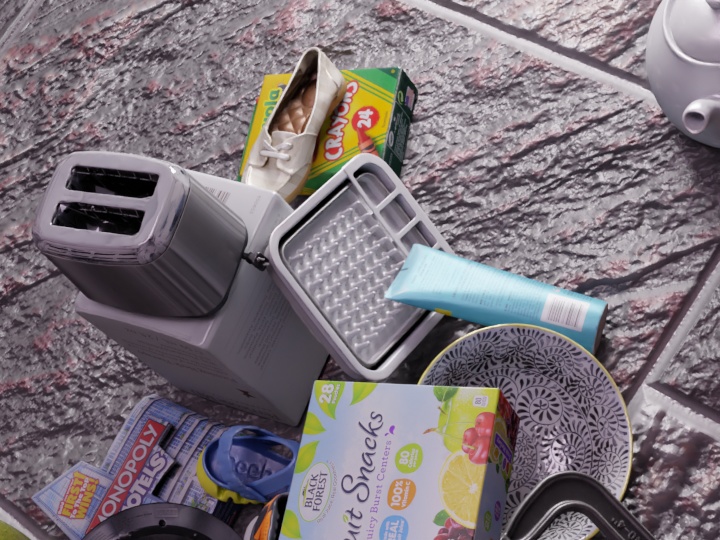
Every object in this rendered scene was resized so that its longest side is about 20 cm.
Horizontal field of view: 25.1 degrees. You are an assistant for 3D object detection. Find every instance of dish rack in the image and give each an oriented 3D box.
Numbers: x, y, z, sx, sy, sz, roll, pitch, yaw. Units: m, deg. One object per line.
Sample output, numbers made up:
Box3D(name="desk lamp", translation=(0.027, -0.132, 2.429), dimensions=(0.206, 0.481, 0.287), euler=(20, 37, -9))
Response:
Box3D(name="dish rack", translation=(0.000, 0.000, 1.522), dimensions=(0.043, 0.172, 0.200), euler=(-30, 10, 44))

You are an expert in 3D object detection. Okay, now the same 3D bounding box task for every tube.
Box3D(name="tube", translation=(0.128, 0.026, 1.495), dimensions=(0.199, 0.051, 0.078), euler=(17, 42, 15))

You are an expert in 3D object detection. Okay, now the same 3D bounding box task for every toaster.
Box3D(name="toaster", translation=(-0.193, -0.032, 1.430), dimensions=(0.199, 0.129, 0.114), euler=(9, 70, 29))

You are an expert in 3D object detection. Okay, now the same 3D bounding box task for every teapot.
Box3D(name="teapot", translation=(0.346, -0.222, 1.489), dimensions=(0.197, 0.146, 0.201), euler=(-35, 54, 6))

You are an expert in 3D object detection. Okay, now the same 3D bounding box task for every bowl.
Box3D(name="bowl", translation=(0.129, 0.155, 1.416), dimensions=(0.199, 0.094, 0.203), euler=(2, 75, -8))

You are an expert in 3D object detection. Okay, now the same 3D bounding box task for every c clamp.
Box3D(name="c clamp", translation=(0.174, 0.259, 1.333), dimensions=(0.200, 0.027, 0.171), euler=(40, 64, 3))

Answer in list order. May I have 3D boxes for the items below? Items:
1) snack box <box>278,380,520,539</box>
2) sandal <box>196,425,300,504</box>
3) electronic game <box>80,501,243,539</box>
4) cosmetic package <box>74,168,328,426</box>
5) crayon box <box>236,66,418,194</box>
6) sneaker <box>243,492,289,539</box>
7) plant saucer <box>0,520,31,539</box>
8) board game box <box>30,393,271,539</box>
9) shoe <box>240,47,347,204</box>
Box3D(name="snack box", translation=(0.027, 0.194, 1.293), dimensions=(0.167, 0.068, 0.201), euler=(1, 62, 25))
Box3D(name="sandal", translation=(-0.059, 0.190, 1.498), dimensions=(0.198, 0.087, 0.080), euler=(7, 65, 4))
Box3D(name="electronic game", translation=(-0.183, 0.314, 1.484), dimensions=(0.198, 0.042, 0.202), euler=(0, 88, -10))
Box3D(name="cosmetic package", translation=(-0.134, 0.024, 1.574), dimensions=(0.166, 0.200, 0.167), euler=(14, 71, 32))
Box3D(name="crayon box", translation=(-0.047, -0.144, 1.709), dimensions=(0.198, 0.051, 0.128), euler=(-1, 65, 27))
Box3D(name="sneaker", translation=(-0.067, 0.284, 1.372), dimensions=(0.077, 0.112, 0.202), euler=(0, 65, -14))
Box3D(name="plant saucer", translation=(-0.310, 0.352, 1.519), dimensions=(0.047, 0.200, 0.201), euler=(-11, 56, -10))
Box3D(name="board game box", translation=(-0.219, 0.222, 1.601), dimensions=(0.199, 0.062, 0.201), euler=(18, 75, 32))
Box3D(name="shoe", translation=(-0.074, -0.142, 1.628), dimensions=(0.069, 0.054, 0.201), euler=(9, 55, 24))
